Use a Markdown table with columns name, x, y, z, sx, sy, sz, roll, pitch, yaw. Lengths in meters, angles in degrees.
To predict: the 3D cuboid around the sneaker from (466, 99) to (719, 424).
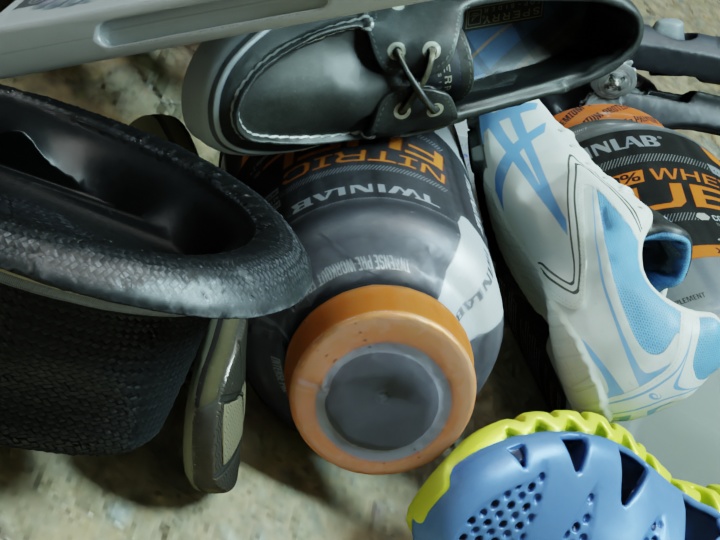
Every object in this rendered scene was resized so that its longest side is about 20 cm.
| name | x | y | z | sx | sy | sz | roll | pitch | yaw |
| --- | --- | --- | --- | --- | --- | --- | --- | --- | --- |
| sneaker | 0.091 | -0.015 | 1.193 | 0.072 | 0.072 | 0.200 | -18 | 44 | -6 |

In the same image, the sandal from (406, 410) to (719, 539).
| name | x | y | z | sx | sy | sz | roll | pitch | yaw |
| --- | --- | --- | --- | --- | --- | --- | --- | --- | --- |
| sandal | 0.106 | 0.114 | 1.121 | 0.199 | 0.080 | 0.087 | 17 | 31 | -34 |

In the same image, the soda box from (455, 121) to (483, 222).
| name | x | y | z | sx | sy | sz | roll | pitch | yaw |
| --- | --- | --- | --- | --- | --- | --- | --- | --- | --- |
| soda box | 0.067 | -0.045 | 1.410 | 0.199 | 0.064 | 0.068 | 12 | 28 | -44 |

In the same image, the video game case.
| name | x | y | z | sx | sy | sz | roll | pitch | yaw |
| --- | --- | --- | --- | --- | --- | --- | --- | --- | --- |
| video game case | -0.032 | -0.125 | 1.121 | 0.181 | 0.023 | 0.200 | -9 | 18 | 16 |

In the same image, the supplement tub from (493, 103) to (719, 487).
| name | x | y | z | sx | sy | sz | roll | pitch | yaw |
| --- | --- | --- | --- | --- | --- | --- | --- | --- | --- |
| supplement tub | 0.128 | 0.016 | 1.290 | 0.122 | 0.123 | 0.200 | 22 | 24 | -27 |

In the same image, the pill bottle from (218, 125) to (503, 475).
| name | x | y | z | sx | sy | sz | roll | pitch | yaw |
| --- | --- | --- | --- | --- | --- | --- | --- | --- | --- |
| pill bottle | 0.000 | 0.000 | 1.165 | 0.106 | 0.106 | 0.200 | 26 | 23 | -19 |

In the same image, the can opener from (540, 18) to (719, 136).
| name | x | y | z | sx | sy | sz | roll | pitch | yaw |
| --- | --- | --- | --- | --- | --- | --- | --- | --- | --- |
| can opener | 0.170 | -0.089 | 1.414 | 0.199 | 0.064 | 0.079 | 7 | 27 | -6 |

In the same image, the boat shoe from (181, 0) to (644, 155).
| name | x | y | z | sx | sy | sz | roll | pitch | yaw |
| --- | --- | --- | --- | --- | --- | --- | --- | --- | --- |
| boat shoe | 0.024 | -0.086 | 1.141 | 0.199 | 0.069 | 0.057 | -19 | 33 | -32 |

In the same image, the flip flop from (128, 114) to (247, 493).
| name | x | y | z | sx | sy | sz | roll | pitch | yaw |
| --- | --- | --- | --- | --- | --- | --- | --- | --- | --- |
| flip flop | -0.077 | 0.011 | 1.091 | 0.057 | 0.081 | 0.200 | -4 | 38 | -12 |

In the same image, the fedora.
| name | x | y | z | sx | sy | sz | roll | pitch | yaw |
| --- | --- | --- | --- | --- | --- | --- | --- | --- | --- |
| fedora | -0.120 | 0.003 | 0.991 | 0.199 | 0.092 | 0.201 | 17 | 17 | -5 |
